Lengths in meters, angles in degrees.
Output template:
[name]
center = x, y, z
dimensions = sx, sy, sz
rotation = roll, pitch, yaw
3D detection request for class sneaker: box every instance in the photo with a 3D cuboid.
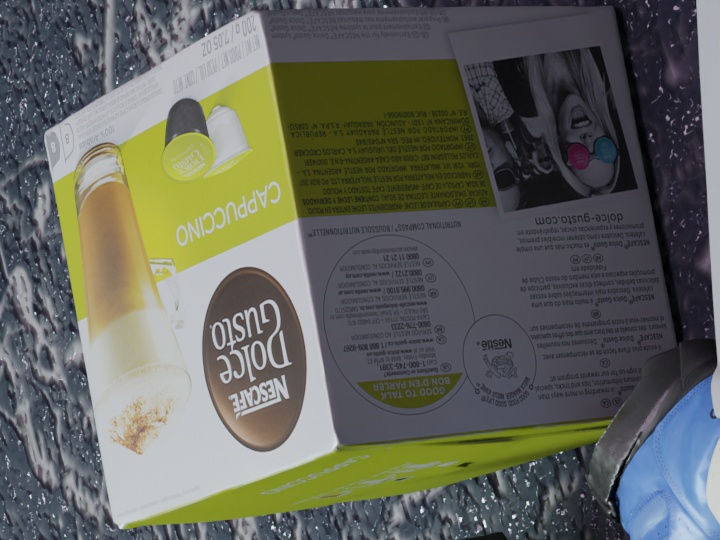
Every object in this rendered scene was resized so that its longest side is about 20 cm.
[sneaker]
center = 0.145, 0.127, 1.266
dimensions = 0.111, 0.076, 0.201
rotation = -135, 44, -53

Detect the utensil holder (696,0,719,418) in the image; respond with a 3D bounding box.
[utensil holder]
center = 0.207, -0.049, 1.082
dimensions = 0.170, 0.169, 0.201
rotation = -11, 83, 54

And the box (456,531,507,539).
[box]
center = 0.049, 0.259, 1.308
dimensions = 0.197, 0.124, 0.201
rotation = -132, 36, -54

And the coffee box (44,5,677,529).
[coffee box]
center = 0.000, 0.000, 1.348
dimensions = 0.199, 0.199, 0.199
rotation = -23, 75, 54
